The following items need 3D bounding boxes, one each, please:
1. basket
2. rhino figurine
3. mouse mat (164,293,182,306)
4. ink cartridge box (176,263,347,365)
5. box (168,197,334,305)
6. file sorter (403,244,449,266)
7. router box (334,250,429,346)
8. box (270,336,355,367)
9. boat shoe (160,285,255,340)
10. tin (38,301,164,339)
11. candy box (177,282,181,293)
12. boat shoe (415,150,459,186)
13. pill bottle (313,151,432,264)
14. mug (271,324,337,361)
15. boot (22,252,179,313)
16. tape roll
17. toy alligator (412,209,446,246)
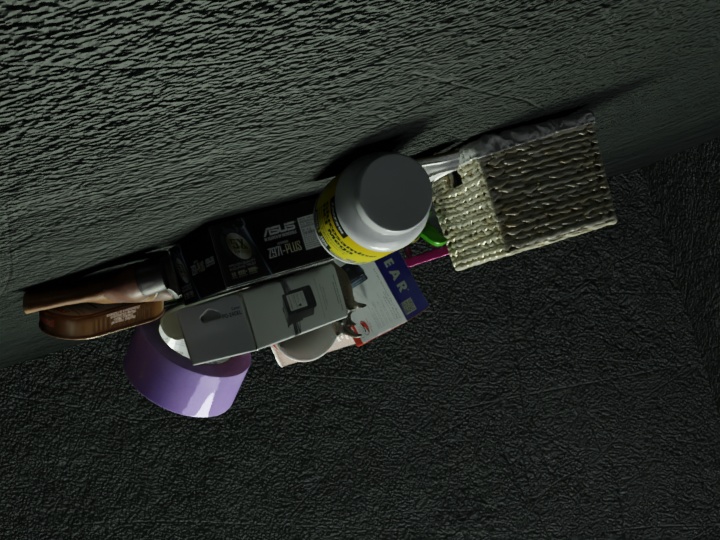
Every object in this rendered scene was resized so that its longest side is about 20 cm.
[{"bbox_3d":[0.218,-0.108,1.508,0.197,0.164,0.198,-15,179,-20],"label":"basket"},{"bbox_3d":[-0.059,0.021,1.639,0.087,0.201,0.060,-42,166,20],"label":"rhino figurine"},{"bbox_3d":[-0.226,0.022,1.737,0.197,0.008,0.161,-20,178,-18],"label":"mouse mat"},{"bbox_3d":[-0.139,0.063,1.535,0.144,0.085,0.199,-16,-179,41],"label":"ink cartridge box"},{"bbox_3d":[-0.139,-0.028,1.489,0.197,0.088,0.163,-17,179,-30],"label":"box"},{"bbox_3d":[0.087,-0.075,1.753,0.197,0.128,0.139,-18,180,25],"label":"file sorter"},{"bbox_3d":[0.000,0.000,1.654,0.048,0.202,0.179,-28,178,-30],"label":"router box"},{"bbox_3d":[-0.091,0.044,2.026,0.197,0.166,0.167,-18,-141,5],"label":"box"},{"bbox_3d":[-0.228,0.057,1.724,0.197,0.074,0.062,-18,-166,26],"label":"boat shoe"},{"bbox_3d":[-0.383,0.053,1.604,0.111,0.043,0.198,19,-155,40],"label":"tin"},{"bbox_3d":[-0.265,0.004,1.772,0.115,0.057,0.200,-17,176,-24],"label":"candy box"},{"bbox_3d":[0.064,-0.105,1.447,0.070,0.070,0.199,-14,175,-42],"label":"boat shoe"},{"bbox_3d":[0.015,-0.073,1.248,0.111,0.114,0.200,-17,178,-14],"label":"pill bottle"},{"bbox_3d":[-0.152,0.066,1.796,0.175,0.136,0.199,7,-177,-30],"label":"mug"},{"bbox_3d":[-0.363,0.033,1.535,0.196,0.070,0.188,-14,-174,-1],"label":"boot"},{"bbox_3d":[-0.287,0.148,1.797,0.199,0.199,0.086,-15,137,-58],"label":"tape roll"},{"bbox_3d":[0.033,-0.087,1.550,0.197,0.055,0.059,17,159,0],"label":"toy alligator"}]
